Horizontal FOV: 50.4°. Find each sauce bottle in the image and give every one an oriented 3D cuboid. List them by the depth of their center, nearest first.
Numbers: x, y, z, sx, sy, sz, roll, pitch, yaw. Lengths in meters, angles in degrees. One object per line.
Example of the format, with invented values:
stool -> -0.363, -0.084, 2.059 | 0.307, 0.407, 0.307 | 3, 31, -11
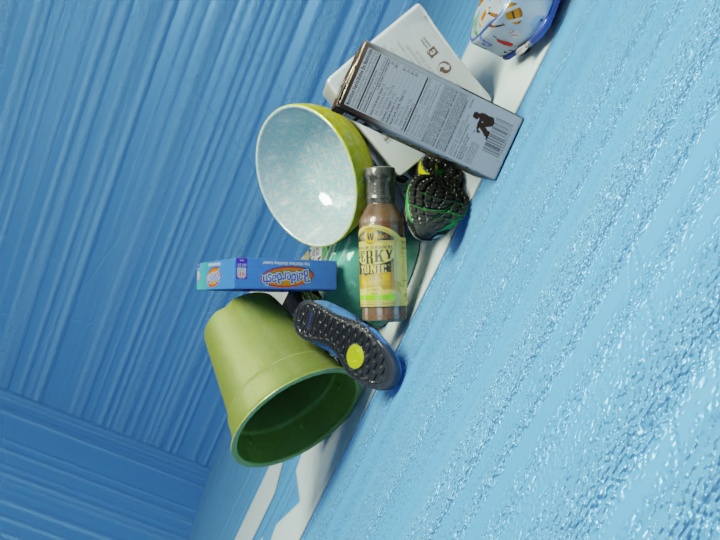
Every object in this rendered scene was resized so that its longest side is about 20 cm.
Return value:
sauce bottle -> 0.028, -0.033, 1.002 | 0.065, 0.064, 0.202 | 168, 99, -80

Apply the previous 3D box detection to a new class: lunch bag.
lunch bag -> 0.209, -0.354, 0.918 | 0.160, 0.075, 0.202 | -176, 109, -79

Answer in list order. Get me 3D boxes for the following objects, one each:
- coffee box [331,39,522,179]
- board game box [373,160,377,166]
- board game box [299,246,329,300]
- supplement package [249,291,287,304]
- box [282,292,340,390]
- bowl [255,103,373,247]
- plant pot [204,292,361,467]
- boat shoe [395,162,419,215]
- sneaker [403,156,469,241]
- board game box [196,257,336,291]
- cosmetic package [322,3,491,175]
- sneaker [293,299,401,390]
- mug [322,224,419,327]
coffee box -> 0.072, -0.183, 0.893 | 0.113, 0.198, 0.080 | -115, 49, -80
board game box -> -0.033, -0.157, 1.279 | 0.151, 0.045, 0.201 | -6, 49, 33
board game box -> -0.069, 0.053, 1.295 | 0.135, 0.029, 0.202 | -44, 45, 48
supplement package -> -0.153, 0.158, 1.458 | 0.152, 0.150, 0.201 | 86, -166, -45
box -> -0.084, 0.146, 1.223 | 0.160, 0.046, 0.201 | -60, 44, 36
bowl -> -0.046, -0.145, 1.097 | 0.107, 0.200, 0.201 | -26, -25, -44
plant pot -> -0.130, 0.137, 1.079 | 0.190, 0.199, 0.201 | 53, 130, 32
boat shoe -> 0.059, -0.148, 1.328 | 0.067, 0.073, 0.201 | 122, 167, -49
sneaker -> 0.092, -0.076, 0.972 | 0.200, 0.077, 0.086 | -64, -6, -66
board game box -> -0.142, 0.009, 1.120 | 0.200, 0.151, 0.046 | 177, 94, -64
cosmetic package -> 0.058, -0.253, 1.115 | 0.166, 0.168, 0.200 | -40, 10, 1
sneaker -> -0.002, 0.091, 0.981 | 0.199, 0.078, 0.067 | 29, 102, 46
mug -> 0.000, 0.004, 1.157 | 0.153, 0.114, 0.186 | -76, 12, -47
